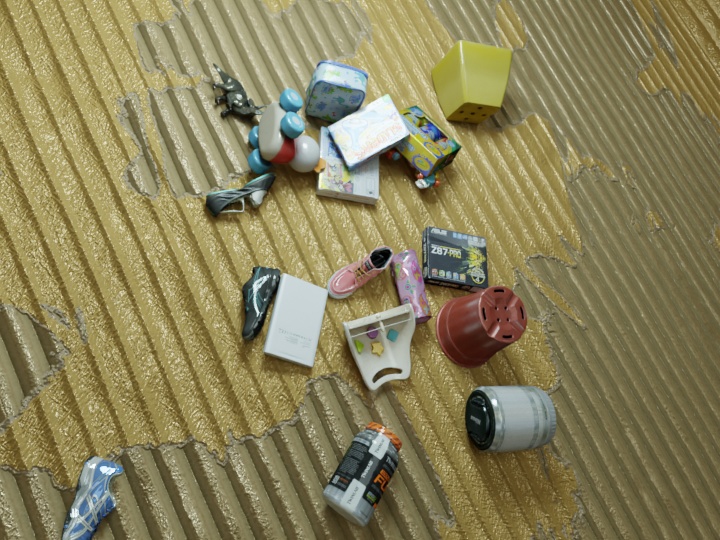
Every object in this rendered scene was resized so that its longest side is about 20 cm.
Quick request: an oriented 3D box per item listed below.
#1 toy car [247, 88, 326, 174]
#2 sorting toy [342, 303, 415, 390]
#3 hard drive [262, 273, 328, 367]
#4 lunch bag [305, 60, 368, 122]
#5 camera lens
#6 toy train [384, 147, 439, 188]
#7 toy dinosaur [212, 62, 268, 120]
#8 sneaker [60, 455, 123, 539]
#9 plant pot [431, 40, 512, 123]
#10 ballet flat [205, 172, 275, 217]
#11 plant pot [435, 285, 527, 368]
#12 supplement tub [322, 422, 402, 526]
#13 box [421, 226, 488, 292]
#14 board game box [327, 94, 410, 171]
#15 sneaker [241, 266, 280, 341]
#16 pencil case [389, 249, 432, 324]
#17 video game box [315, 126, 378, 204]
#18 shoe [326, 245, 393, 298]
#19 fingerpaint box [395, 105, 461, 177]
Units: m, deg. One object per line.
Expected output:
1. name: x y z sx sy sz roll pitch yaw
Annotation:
1. toy car: -0.174 -0.339 1.451 0.198 0.183 0.180 24 44 -37
2. sorting toy: 0.051 0.202 1.375 0.196 0.107 0.185 -13 83 -24
3. hard drive: -0.159 0.125 1.346 0.130 0.026 0.205 22 64 -24
4. lunch bag: -0.069 -0.499 1.523 0.157 0.200 0.085 9 74 -15
5. camera lens: 0.381 0.382 1.391 0.195 0.160 0.164 3 70 -19
6. toy train: 0.145 -0.303 1.597 0.148 0.056 0.202 -17 63 -41
7. toy dinosaur: -0.350 -0.483 1.495 0.101 0.077 0.202 -28 77 -38
8. sneaker: -0.530 0.477 1.062 0.075 0.076 0.205 12 68 -11
9. plant pot: 0.357 -0.588 1.728 0.195 0.199 0.181 2 81 -20
10. ballet flat: -0.303 -0.190 1.403 0.196 0.068 0.070 -23 89 -17
11. plant pot: 0.331 0.141 1.441 0.196 0.195 0.206 7 68 -18
12. supplement tub: 0.010 0.465 1.243 0.122 0.123 0.202 36 63 -4
13. box: 0.274 -0.030 1.565 0.195 0.049 0.165 11 65 -16
14. board game box: 0.024 -0.387 1.516 0.197 0.034 0.137 -29 80 -2
15. sneaker: -0.259 0.078 1.322 0.077 0.076 0.203 18 57 -3
16. pencil case: 0.134 0.045 1.468 0.085 0.087 0.205 -7 73 -22
17. video game box: -0.036 -0.300 1.549 0.178 0.047 0.205 9 68 -19
18. shoe: 0.000 0.000 1.427 0.198 0.091 0.072 -31 83 -27
19. fingerpaint box: 0.181 -0.390 1.602 0.200 0.074 0.166 45 43 12
